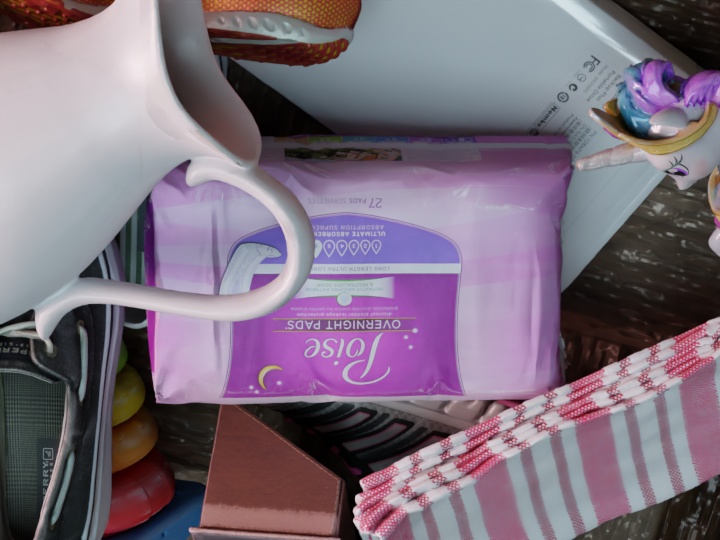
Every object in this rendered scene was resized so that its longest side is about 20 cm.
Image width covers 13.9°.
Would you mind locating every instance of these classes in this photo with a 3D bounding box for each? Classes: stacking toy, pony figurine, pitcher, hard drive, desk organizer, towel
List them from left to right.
[{"bbox_3d":[-0.152,0.047,1.463,0.109,0.116,0.201,5,111,32],"label":"stacking toy"},{"bbox_3d":[-0.132,-0.029,1.287,0.199,0.121,0.172,-27,94,16],"label":"pitcher"},{"bbox_3d":[-0.028,0.143,1.455,0.071,0.077,0.200,3,149,9],"label":"desk organizer"},{"bbox_3d":[0.054,-0.094,1.390,0.200,0.027,0.132,35,119,-9],"label":"hard drive"},{"bbox_3d":[0.098,0.099,1.408,0.199,0.030,0.146,-24,153,-1],"label":"towel"},{"bbox_3d":[0.217,-0.055,1.317,0.193,0.167,0.200,-34,129,18],"label":"pony figurine"}]

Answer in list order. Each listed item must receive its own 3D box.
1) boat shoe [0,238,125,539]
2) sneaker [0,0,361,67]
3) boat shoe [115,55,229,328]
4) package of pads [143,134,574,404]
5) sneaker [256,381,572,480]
[{"bbox_3d":[-0.150,0.043,1.382,0.072,0.071,0.201,-5,92,15],"label":"boat shoe"},{"bbox_3d":[-0.098,-0.140,1.345,0.199,0.073,0.078,7,80,-3],"label":"sneaker"},{"bbox_3d":[-0.100,-0.066,1.411,0.073,0.067,0.201,-1,118,11],"label":"boat shoe"},{"bbox_3d":[0.000,0.000,1.370,0.199,0.076,0.121,-1,106,-3],"label":"package of pads"},{"bbox_3d":[0.006,0.077,1.464,0.199,0.074,0.088,13,114,-2],"label":"sneaker"}]
